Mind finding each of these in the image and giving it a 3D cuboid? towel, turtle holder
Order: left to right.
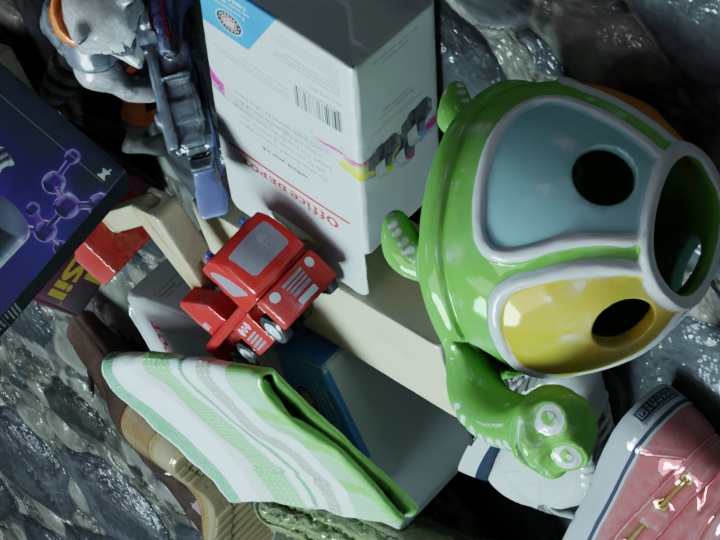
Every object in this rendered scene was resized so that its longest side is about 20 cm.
[{"bbox_3d":[-0.069,0.106,1.555,0.149,0.031,0.200,43,160,-26],"label":"towel"},{"bbox_3d":[0.038,0.181,1.647,0.148,0.037,0.200,16,180,-43],"label":"towel"},{"bbox_3d":[0.094,-0.009,1.201,0.132,0.186,0.141,1,129,38],"label":"turtle holder"}]

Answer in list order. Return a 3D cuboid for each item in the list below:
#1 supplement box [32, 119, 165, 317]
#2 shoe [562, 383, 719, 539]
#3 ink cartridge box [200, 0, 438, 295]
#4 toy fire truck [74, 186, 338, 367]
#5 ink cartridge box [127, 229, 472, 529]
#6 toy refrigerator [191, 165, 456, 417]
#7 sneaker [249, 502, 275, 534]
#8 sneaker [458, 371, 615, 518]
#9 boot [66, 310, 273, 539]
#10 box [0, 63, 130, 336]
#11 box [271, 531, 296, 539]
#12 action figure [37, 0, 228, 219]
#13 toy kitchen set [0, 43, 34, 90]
[{"bbox_3d":[-0.223,-0.051,1.606,0.086,0.110,0.200,35,-178,23],"label":"supplement box"},{"bbox_3d":[0.176,0.152,1.431,0.091,0.071,0.200,43,150,20],"label":"shoe"},{"bbox_3d":[-0.020,-0.090,1.382,0.115,0.068,0.200,35,152,25],"label":"ink cartridge box"},{"bbox_3d":[-0.096,-0.005,1.484,0.141,0.049,0.200,43,160,0],"label":"toy fire truck"},{"bbox_3d":[-0.040,0.066,1.621,0.200,0.085,0.145,17,142,44],"label":"ink cartridge box"},{"bbox_3d":[0.000,0.000,1.487,0.200,0.070,0.076,30,156,32],"label":"toy refrigerator"},{"bbox_3d":[-0.018,0.196,1.817,0.200,0.070,0.082,55,172,-15],"label":"sneaker"},{"bbox_3d":[0.117,0.089,1.442,0.080,0.076,0.200,36,161,7],"label":"sneaker"},{"bbox_3d":[-0.137,0.124,1.895,0.166,0.072,0.200,49,176,38],"label":"boot"},{"bbox_3d":[-0.254,-0.066,1.454,0.200,0.141,0.079,40,171,1],"label":"box"},{"bbox_3d":[0.023,0.256,1.711,0.200,0.095,0.078,12,145,11],"label":"box"},{"bbox_3d":[-0.141,-0.112,1.438,0.193,0.104,0.200,103,154,-78],"label":"action figure"},{"bbox_3d":[-0.324,-0.066,1.747,0.200,0.180,0.163,24,148,47],"label":"toy kitchen set"}]
